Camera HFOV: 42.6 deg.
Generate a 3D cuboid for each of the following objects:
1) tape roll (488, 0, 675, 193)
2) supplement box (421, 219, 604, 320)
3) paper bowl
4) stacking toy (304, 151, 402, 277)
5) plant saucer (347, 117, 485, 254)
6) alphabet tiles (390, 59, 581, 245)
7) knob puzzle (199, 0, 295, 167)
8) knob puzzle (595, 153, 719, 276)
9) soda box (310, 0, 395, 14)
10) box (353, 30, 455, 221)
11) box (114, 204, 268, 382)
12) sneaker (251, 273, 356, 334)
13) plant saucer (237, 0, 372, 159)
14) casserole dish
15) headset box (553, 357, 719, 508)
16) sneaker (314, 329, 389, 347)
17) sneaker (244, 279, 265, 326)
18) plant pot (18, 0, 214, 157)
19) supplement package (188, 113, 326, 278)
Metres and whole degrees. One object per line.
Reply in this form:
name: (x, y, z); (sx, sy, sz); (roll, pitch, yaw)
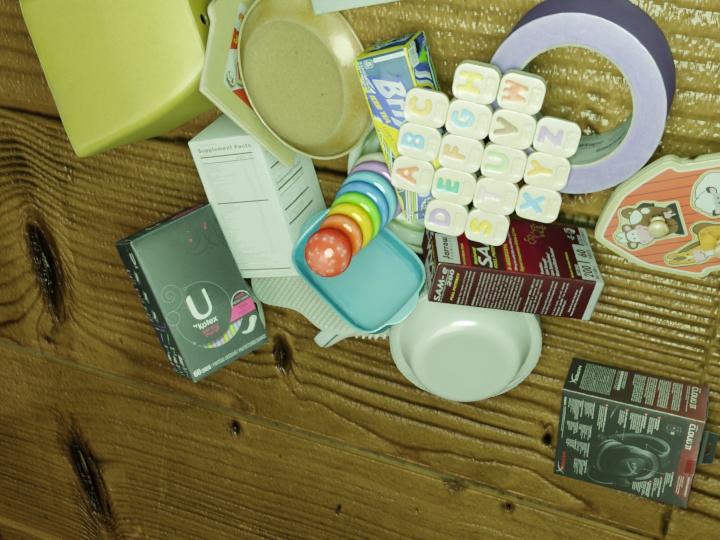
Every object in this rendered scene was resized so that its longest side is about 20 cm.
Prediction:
tape roll: (0.237, -0.193, 1.007); (0.197, 0.085, 0.203); (12, 125, 18)
supplement box: (0.176, -0.008, 1.095); (0.196, 0.110, 0.062); (6, 129, -7)
paper bowl: (0.135, 0.088, 1.191); (0.197, 0.105, 0.203); (2, 126, 3)
stacking toy: (-0.008, -0.061, 1.073); (0.084, 0.200, 0.087); (12, 125, 18)
plant saucer: (0.082, -0.118, 1.152); (0.197, 0.050, 0.203); (12, 124, 19)
alphabet tiles: (0.134, -0.124, 1.014); (0.192, 0.015, 0.203); (15, 121, 6)
knob puzzle: (-0.123, -0.251, 1.089); (0.030, 0.220, 0.222); (-5, 118, 30)
knob puzzle: (0.359, -0.048, 1.023); (0.216, 0.031, 0.221); (8, 144, 6)
soda box: (0.036, -0.339, 1.025); (0.197, 0.064, 0.069); (-1, 119, 27)
box: (0.062, -0.164, 1.061); (0.069, 0.064, 0.203); (-6, 116, 29)
box: (-0.225, 0.028, 1.234); (0.106, 0.121, 0.203); (2, 117, 64)
sneaker: (-0.048, 0.023, 1.264); (0.198, 0.104, 0.077); (18, 115, 38)
plant saucer: (-0.067, -0.223, 1.072); (0.035, 0.200, 0.202); (-15, 114, 48)
casserole dish: (0.000, 0.000, 1.157); (0.200, 0.121, 0.039); (43, 175, 31)
headset box: (0.361, 0.213, 1.209); (0.197, 0.077, 0.151); (10, 124, 19)
sneaker: (0.014, 0.068, 1.290); (0.199, 0.073, 0.071); (-35, 98, 37)
sneaker: (-0.216, 0.041, 1.361); (0.072, 0.112, 0.202); (-8, 116, 31)
plant pot: (-0.246, -0.272, 1.116); (0.197, 0.194, 0.199); (-13, 101, 25)
supplement package: (-0.127, -0.105, 1.225); (0.112, 0.110, 0.203); (-1, 120, 27)
